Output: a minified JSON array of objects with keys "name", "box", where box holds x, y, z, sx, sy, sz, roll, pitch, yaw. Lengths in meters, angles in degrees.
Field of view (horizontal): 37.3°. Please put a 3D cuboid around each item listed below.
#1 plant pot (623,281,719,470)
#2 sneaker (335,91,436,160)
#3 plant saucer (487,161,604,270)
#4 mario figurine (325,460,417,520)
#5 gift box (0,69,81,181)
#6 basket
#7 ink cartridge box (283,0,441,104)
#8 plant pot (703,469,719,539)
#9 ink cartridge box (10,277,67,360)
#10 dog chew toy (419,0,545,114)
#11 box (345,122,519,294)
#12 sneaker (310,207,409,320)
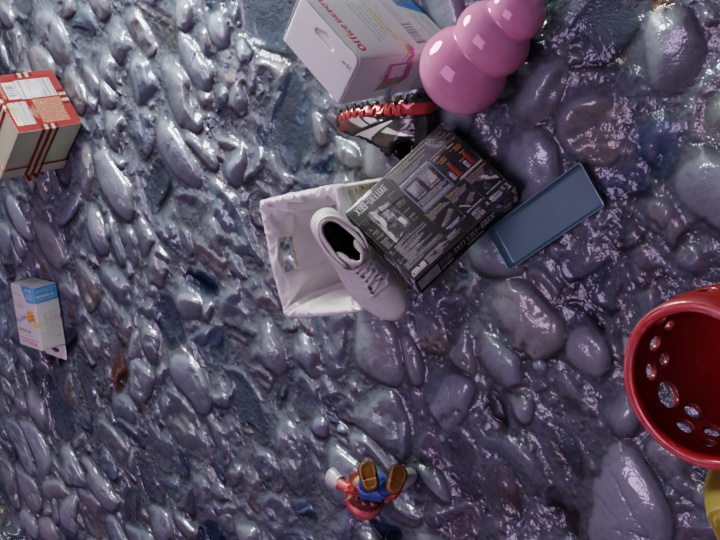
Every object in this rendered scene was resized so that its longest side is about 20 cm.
[{"name":"plant pot","box":[0.436,0.109,1.241,0.200,0.182,0.202,17,115,42]},{"name":"sneaker","box":[0.037,-0.215,1.634,0.200,0.071,0.099,1,102,45]},{"name":"plant saucer","box":[0.258,-0.074,1.490,0.200,0.019,0.070,-38,75,45]},{"name":"mario figurine","box":[0.017,0.354,1.827,0.123,0.106,0.200,41,156,5]},{"name":"gift box","box":[-0.755,-0.319,2.350,0.185,0.199,0.187,60,138,19]},{"name":"basket","box":[-0.027,-0.041,1.697,0.199,0.160,0.200,-6,99,48]},{"name":"ink cartridge box","box":[0.011,-0.327,1.528,0.145,0.199,0.085,51,133,22]},{"name":"plant pot","box":[0.507,0.277,1.212,0.194,0.199,0.197,-34,78,47]},{"name":"ink cartridge box","box":[-0.792,0.127,2.632,0.115,0.068,0.202,9,110,45]},{"name":"dog chew toy","box":[0.169,-0.304,1.435,0.200,0.124,0.125,-45,70,36]},{"name":"box","box":[0.102,-0.091,1.532,0.158,0.200,0.050,44,175,26]},{"name":"sneaker","box":[0.000,0.000,1.524,0.200,0.074,0.116,49,-179,-8]}]
